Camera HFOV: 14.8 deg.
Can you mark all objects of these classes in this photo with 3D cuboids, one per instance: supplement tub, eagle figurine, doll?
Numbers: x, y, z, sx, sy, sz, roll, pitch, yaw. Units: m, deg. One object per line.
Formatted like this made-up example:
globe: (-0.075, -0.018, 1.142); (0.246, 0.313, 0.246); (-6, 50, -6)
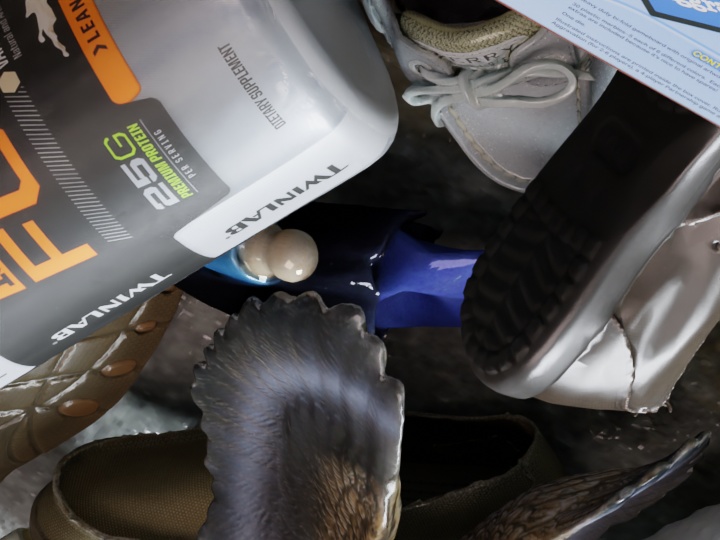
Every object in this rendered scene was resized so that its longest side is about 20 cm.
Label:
supplement tub: (-0.099, -0.040, 0.816); (0.199, 0.123, 0.123); (-31, 119, 12)
eagle figurine: (0.010, 0.110, 0.898); (0.150, 0.151, 0.201); (25, 101, 28)
doll: (0.000, 0.000, 0.892); (0.198, 0.049, 0.136); (4, 173, 8)

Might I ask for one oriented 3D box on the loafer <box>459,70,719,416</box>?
loafer: (0.110, -0.039, 0.799); (0.071, 0.073, 0.200); (28, 112, -32)

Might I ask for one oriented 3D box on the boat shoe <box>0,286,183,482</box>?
boat shoe: (-0.141, 0.037, 0.986); (0.072, 0.068, 0.200); (14, 130, -45)

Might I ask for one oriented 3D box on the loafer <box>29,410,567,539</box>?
loafer: (-0.019, 0.075, 0.980); (0.198, 0.076, 0.068); (-1, 124, 0)

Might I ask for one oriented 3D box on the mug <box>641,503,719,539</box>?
mug: (0.128, 0.163, 0.922); (0.175, 0.200, 0.148); (-22, 109, 45)

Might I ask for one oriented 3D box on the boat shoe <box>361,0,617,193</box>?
boat shoe: (0.027, -0.096, 0.803); (0.074, 0.065, 0.203); (0, 133, 21)

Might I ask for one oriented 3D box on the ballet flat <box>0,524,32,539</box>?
ballet flat: (-0.112, 0.128, 0.997); (0.074, 0.200, 0.075); (-1, 107, -5)

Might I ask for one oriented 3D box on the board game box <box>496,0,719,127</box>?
board game box: (0.057, -0.095, 0.680); (0.199, 0.020, 0.103); (28, 152, -14)
